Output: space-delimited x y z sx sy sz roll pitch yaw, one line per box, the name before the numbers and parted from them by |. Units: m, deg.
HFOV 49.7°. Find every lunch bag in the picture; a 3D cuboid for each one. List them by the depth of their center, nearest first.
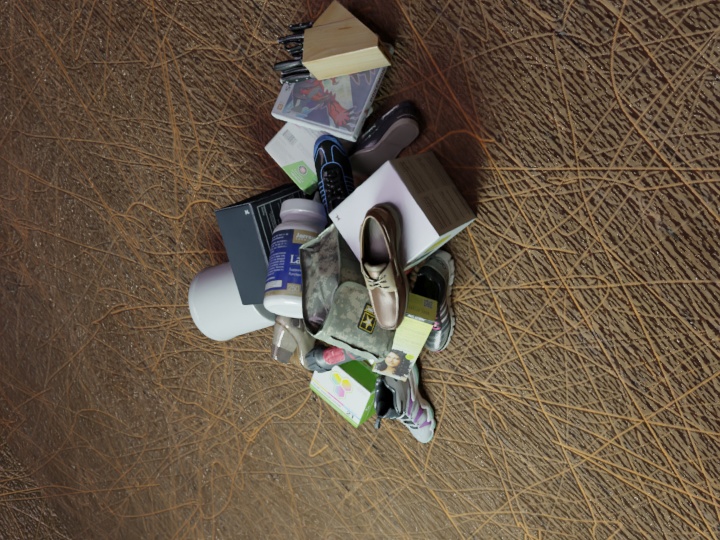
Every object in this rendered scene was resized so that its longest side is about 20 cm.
lunch bag | -0.016 0.048 1.343 0.116 0.162 0.204 -30 50 33

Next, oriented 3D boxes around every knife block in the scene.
knife block | -0.062 -0.380 1.390 0.176 0.064 0.200 -48 60 8

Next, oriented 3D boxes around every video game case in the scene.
video game case | -0.054 -0.346 1.424 0.197 0.023 0.186 21 85 30

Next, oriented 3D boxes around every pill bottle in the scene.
pill bottle | -0.115 -0.023 1.458 0.114 0.114 0.206 -9 69 40

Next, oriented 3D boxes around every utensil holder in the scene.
utensil holder | -0.259 0.054 1.732 0.197 0.169 0.174 -17 98 39

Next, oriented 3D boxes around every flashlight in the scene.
flashlight | -0.042 0.157 1.527 0.198 0.067 0.069 -25 92 50

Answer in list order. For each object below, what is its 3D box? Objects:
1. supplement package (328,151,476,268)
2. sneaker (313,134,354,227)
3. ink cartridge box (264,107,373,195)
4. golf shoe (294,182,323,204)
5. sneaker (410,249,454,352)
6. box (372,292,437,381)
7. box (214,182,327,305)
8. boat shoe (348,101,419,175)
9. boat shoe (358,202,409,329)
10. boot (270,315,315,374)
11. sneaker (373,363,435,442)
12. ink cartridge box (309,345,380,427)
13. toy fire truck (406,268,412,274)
supplement package | 0.077 -0.094 1.350 0.151 0.199 0.152 -38 84 28
sneaker | -0.040 -0.143 1.413 0.068 0.078 0.205 -15 110 2
ink cartridge box | -0.072 -0.260 1.477 0.200 0.067 0.117 -45 77 5
golf shoe | -0.063 -0.120 1.546 0.202 0.094 0.078 54 130 6
sneaker | 0.131 0.068 1.466 0.072 0.087 0.205 17 118 32
box | 0.081 0.126 1.454 0.073 0.051 0.202 16 137 -2
box | -0.169 -0.060 1.586 0.121 0.197 0.205 -7 104 40
boat shoe | 0.038 -0.243 1.447 0.199 0.071 0.064 -32 50 46
boat shoe | 0.030 -0.002 1.240 0.074 0.072 0.206 -4 101 27
boot | -0.117 0.139 1.694 0.069 0.199 0.149 20 84 35
sneaker | 0.075 0.286 1.561 0.076 0.139 0.204 -8 110 41
ink cartridge box | -0.013 0.203 1.649 0.147 0.075 0.203 35 127 23
toy fire truck | 0.000 0.000 1.519 0.196 0.112 0.172 21 108 10
